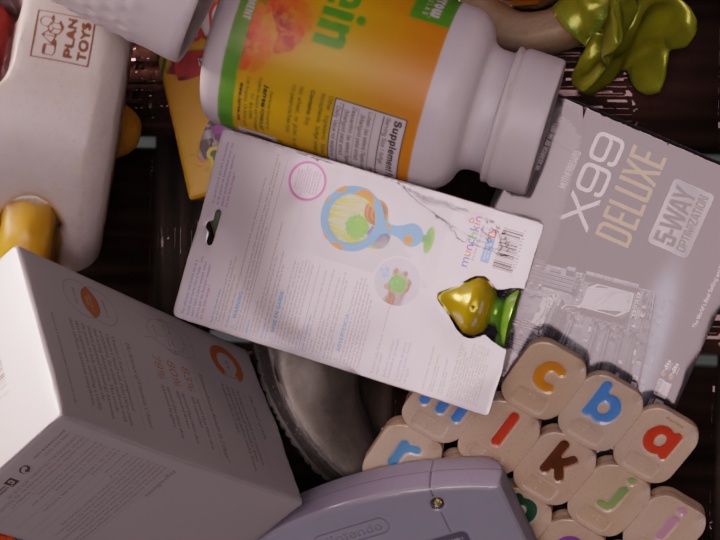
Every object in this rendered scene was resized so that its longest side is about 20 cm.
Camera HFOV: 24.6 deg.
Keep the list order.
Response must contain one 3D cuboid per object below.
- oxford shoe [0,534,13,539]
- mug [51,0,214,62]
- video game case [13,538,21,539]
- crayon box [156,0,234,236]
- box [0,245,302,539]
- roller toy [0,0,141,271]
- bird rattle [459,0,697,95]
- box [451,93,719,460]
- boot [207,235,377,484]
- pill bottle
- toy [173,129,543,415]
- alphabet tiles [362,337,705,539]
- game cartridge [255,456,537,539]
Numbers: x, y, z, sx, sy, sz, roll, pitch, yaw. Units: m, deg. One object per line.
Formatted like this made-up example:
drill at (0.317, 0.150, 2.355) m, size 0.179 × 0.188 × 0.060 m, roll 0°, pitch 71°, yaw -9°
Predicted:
oxford shoe at (-0.260, 0.130, 1.089) m, size 0.071 × 0.073 × 0.202 m, roll 22°, pitch 91°, yaw -35°
mug at (-0.140, -0.240, 0.919) m, size 0.174 × 0.148 × 0.201 m, roll 25°, pitch 61°, yaw -5°
video game case at (-0.154, 0.201, 1.096) m, size 0.199 × 0.019 × 0.143 m, roll 35°, pitch 95°, yaw 8°
crayon box at (-0.062, -0.125, 1.063) m, size 0.126 × 0.051 × 0.202 m, roll -14°, pitch 89°, yaw 8°
box at (-0.146, 0.091, 0.964) m, size 0.097 × 0.199 × 0.125 m, roll -40°, pitch 50°, yaw 20°
roller toy at (-0.203, -0.094, 1.009) m, size 0.138 × 0.200 × 0.184 m, roll 9°, pitch 107°, yaw -8°
bird rattle at (0.126, -0.206, 1.015) m, size 0.162 × 0.112 × 0.202 m, roll -5°, pitch 87°, yaw 25°
box at (0.145, 0.008, 1.034) m, size 0.157 × 0.050 × 0.202 m, roll 24°, pitch 95°, yaw 6°
boot at (-0.004, 0.034, 1.028) m, size 0.130 × 0.068 × 0.201 m, roll -29°, pitch 94°, yaw 18°
pill bottle at (0.015, -0.113, 0.972) m, size 0.198 × 0.111 × 0.112 m, roll 18°, pitch 93°, yaw 6°
toy at (0.000, 0.000, 0.976) m, size 0.198 × 0.047 × 0.116 m, roll 17°, pitch 94°, yaw 14°
alphabet tiles at (0.106, 0.136, 1.013) m, size 0.199 × 0.015 × 0.196 m, roll 30°, pitch 118°, yaw -7°
game cartridge at (0.014, 0.189, 1.026) m, size 0.198 × 0.042 × 0.134 m, roll -19°, pitch 109°, yaw 16°
